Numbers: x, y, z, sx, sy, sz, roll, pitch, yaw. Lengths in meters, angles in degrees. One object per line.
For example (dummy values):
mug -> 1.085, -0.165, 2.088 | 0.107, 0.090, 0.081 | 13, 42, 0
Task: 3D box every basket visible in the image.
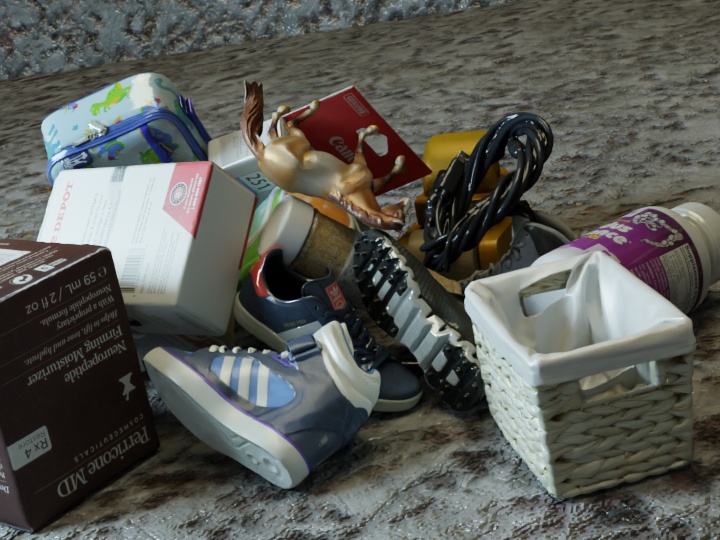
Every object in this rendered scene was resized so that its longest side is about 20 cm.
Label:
basket -> 0.176, 0.080, 1.136 | 0.134, 0.125, 0.200 | -13, 19, -7

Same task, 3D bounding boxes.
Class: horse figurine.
horse figurine -> -0.037, -0.106, 1.346 | 0.198, 0.050, 0.133 | 25, 43, -2

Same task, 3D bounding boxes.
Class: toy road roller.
toy road roller -> 0.111, -0.071, 1.577 | 0.122, 0.148, 0.200 | -4, 20, 22

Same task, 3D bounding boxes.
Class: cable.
cable -> 0.127, -0.076, 1.442 | 0.163, 0.051, 0.201 | -27, 28, 44

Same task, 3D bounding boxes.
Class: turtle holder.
turtle holder -> -0.061, -0.008, 1.482 | 0.139, 0.186, 0.133 | -8, 62, 5

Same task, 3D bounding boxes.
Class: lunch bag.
lunch bag -> -0.231, -0.110, 1.485 | 0.159, 0.200, 0.083 | -22, 56, 5

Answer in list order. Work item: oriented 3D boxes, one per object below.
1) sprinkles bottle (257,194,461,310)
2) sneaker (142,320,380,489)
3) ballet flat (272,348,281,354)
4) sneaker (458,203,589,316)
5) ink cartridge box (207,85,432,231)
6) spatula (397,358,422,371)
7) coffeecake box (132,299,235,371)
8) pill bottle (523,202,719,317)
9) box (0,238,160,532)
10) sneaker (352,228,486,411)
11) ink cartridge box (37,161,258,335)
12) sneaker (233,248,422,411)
sprinkles bottle -> 0.000, 0.000, 1.363 | 0.199, 0.069, 0.068 | 27, 10, -17
sneaker -> -0.077, 0.091, 1.229 | 0.199, 0.081, 0.146 | 29, 59, 32
ballet flat -> -0.055, 0.094, 1.345 | 0.073, 0.075, 0.200 | -3, 22, 23
sneaker -> 0.143, -0.009, 1.426 | 0.198, 0.117, 0.075 | -7, 19, 11
ink cartridge box -> -0.038, -0.102, 1.499 | 0.175, 0.200, 0.045 | -18, 59, 22
spatula -> 0.088, 0.080, 1.346 | 0.198, 0.021, 0.057 | -12, 13, 3
coffeecake box -> -0.227, 0.019, 1.443 | 0.198, 0.073, 0.155 | -15, 60, 26
pill bottle -> 0.258, 0.005, 1.325 | 0.199, 0.113, 0.112 | -24, 22, -33
box -> -0.308, 0.094, 1.255 | 0.163, 0.202, 0.165 | 4, 24, 38
sneaker -> 0.069, 0.042, 1.297 | 0.090, 0.067, 0.201 | -8, 53, -48
ink cartridge box -> -0.213, -0.020, 1.351 | 0.198, 0.146, 0.084 | 1, -21, 33
sneaker -> -0.024, 0.051, 1.284 | 0.199, 0.085, 0.075 | 30, 29, 12
